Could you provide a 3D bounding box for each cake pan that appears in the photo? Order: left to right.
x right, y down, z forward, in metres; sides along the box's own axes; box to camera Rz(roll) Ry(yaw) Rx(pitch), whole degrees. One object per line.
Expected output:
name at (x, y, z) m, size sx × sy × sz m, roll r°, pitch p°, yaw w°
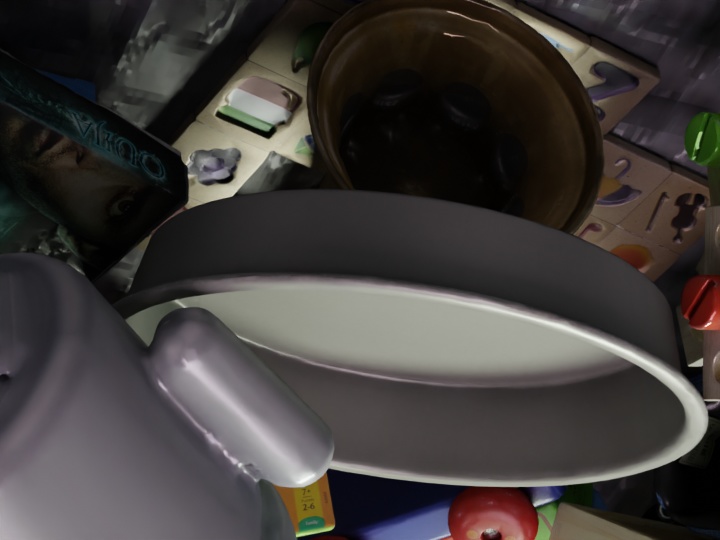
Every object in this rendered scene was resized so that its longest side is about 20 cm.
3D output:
cake pan at (0.014, 0.024, 0.847) m, size 0.199 × 0.037 × 0.200 m, roll 8°, pitch 160°, yaw 3°

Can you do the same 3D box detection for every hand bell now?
hand bell at (0.000, 0.000, 0.933) m, size 0.103 × 0.105 × 0.200 m, roll 9°, pitch 148°, yaw -17°

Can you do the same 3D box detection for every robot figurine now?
robot figurine at (-0.093, 0.075, 0.796) m, size 0.169 × 0.113 × 0.200 m, roll -28°, pitch 125°, yaw 15°

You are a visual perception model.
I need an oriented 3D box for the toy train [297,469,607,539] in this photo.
toy train at (0.010, 0.128, 1.050) m, size 0.199 × 0.085 × 0.116 m, roll -21°, pitch 120°, yaw 22°

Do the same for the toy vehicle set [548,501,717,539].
toy vehicle set at (0.169, 0.125, 0.924) m, size 0.124 × 0.200 × 0.027 m, roll 14°, pitch 92°, yaw -30°

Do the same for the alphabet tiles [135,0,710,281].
alphabet tiles at (0.032, -0.031, 0.954) m, size 0.199 × 0.008 × 0.167 m, roll 22°, pitch 131°, yaw -29°

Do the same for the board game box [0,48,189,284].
board game box at (-0.169, -0.003, 0.856) m, size 0.135 × 0.028 × 0.200 m, roll 28°, pitch 128°, yaw -32°

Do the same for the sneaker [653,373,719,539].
sneaker at (0.147, 0.063, 0.966) m, size 0.089 × 0.200 × 0.079 m, roll 20°, pitch 90°, yaw -14°

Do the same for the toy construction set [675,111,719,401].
toy construction set at (0.170, -0.014, 0.896) m, size 0.199 × 0.092 × 0.132 m, roll -1°, pitch 106°, yaw -47°

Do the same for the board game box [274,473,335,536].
board game box at (-0.117, 0.098, 0.915) m, size 0.199 × 0.030 × 0.095 m, roll -10°, pitch 177°, yaw -33°

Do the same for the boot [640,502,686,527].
boot at (0.097, 0.154, 1.121) m, size 0.197 × 0.074 × 0.163 m, roll 10°, pitch 139°, yaw -28°

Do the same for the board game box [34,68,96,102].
board game box at (-0.216, -0.005, 0.912) m, size 0.195 × 0.056 × 0.200 m, roll 14°, pitch 134°, yaw -22°
